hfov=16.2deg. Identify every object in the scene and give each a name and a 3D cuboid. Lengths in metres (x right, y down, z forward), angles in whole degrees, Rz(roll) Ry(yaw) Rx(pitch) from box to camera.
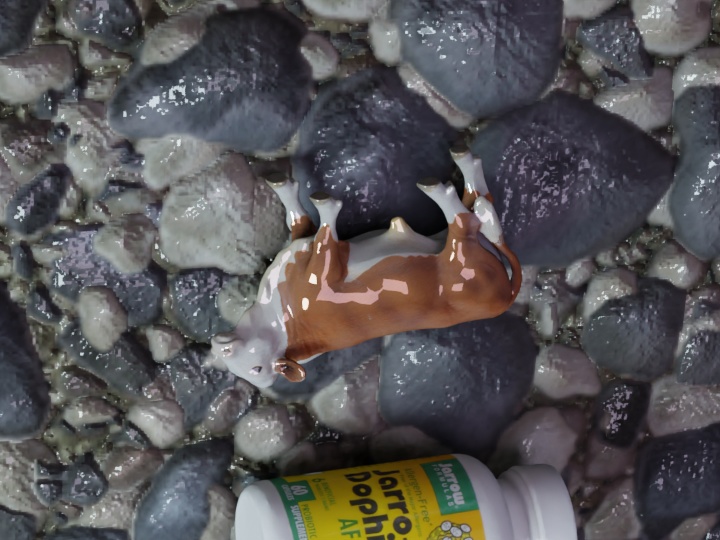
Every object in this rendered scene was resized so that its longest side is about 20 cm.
[{"bbox_3d":[0.000,0.000,1.524,0.199,0.065,0.122,-12,117,-14],"label":"bull figurine"},{"bbox_3d":[0.029,0.175,1.579,0.199,0.113,0.113,-6,113,-15],"label":"pill bottle"}]
